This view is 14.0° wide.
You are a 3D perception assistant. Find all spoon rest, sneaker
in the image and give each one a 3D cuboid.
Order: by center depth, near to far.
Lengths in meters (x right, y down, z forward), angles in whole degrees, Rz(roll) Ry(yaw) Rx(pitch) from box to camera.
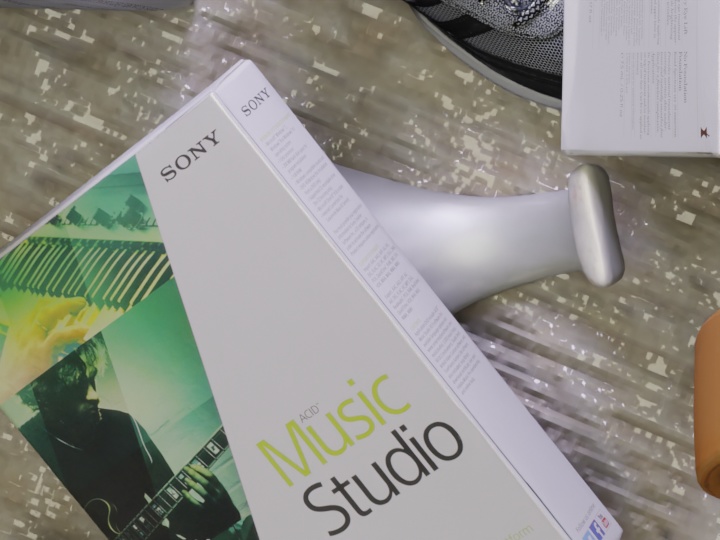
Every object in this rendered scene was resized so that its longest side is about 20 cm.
[{"bbox_3d":[0.025,-0.114,0.945,0.200,0.114,0.076,36,100,9],"label":"sneaker"},{"bbox_3d":[0.000,0.000,0.994,0.200,0.061,0.099,-9,90,27],"label":"spoon rest"}]

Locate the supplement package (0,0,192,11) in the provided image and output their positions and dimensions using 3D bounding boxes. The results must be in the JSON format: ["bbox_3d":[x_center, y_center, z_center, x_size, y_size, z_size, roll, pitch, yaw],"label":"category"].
[{"bbox_3d":[-0.174,-0.161,0.950,0.200,0.191,0.147,2,92,14],"label":"supplement package"}]

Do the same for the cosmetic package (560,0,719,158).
[{"bbox_3d":[0.105,-0.134,0.898,0.051,0.083,0.200,0,93,-29],"label":"cosmetic package"}]

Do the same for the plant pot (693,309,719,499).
[{"bbox_3d":[0.185,-0.017,0.809,0.200,0.200,0.140,-8,75,13],"label":"plant pot"}]

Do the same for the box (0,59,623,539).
[{"bbox_3d":[-0.030,0.050,0.966,0.144,0.036,0.200,-36,95,30],"label":"box"}]
